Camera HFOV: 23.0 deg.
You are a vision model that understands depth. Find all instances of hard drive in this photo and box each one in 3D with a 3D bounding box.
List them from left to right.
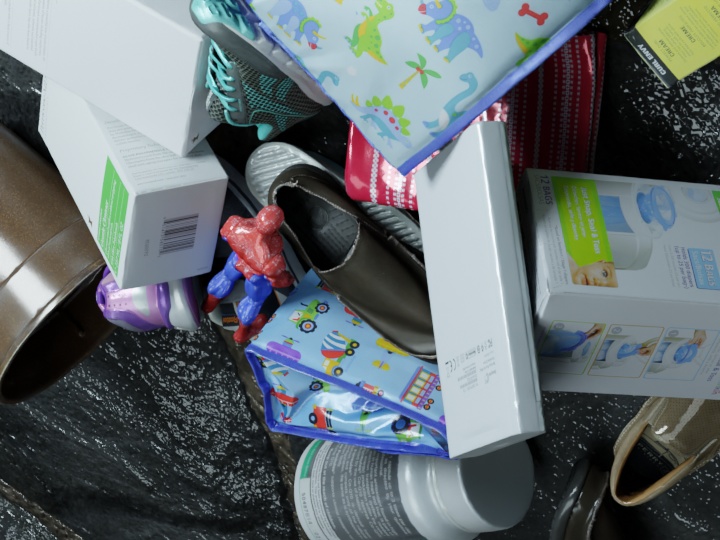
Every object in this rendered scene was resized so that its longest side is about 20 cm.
[{"bbox_3d":[0.077,0.017,1.175,0.132,0.026,0.202,143,123,-69],"label":"hard drive"}]

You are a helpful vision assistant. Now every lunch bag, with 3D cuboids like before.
[{"bbox_3d":[0.036,0.066,1.399,0.199,0.151,0.095,12,135,30],"label":"lunch bag"},{"bbox_3d":[0.045,-0.185,1.166,0.200,0.127,0.170,-41,96,17],"label":"lunch bag"}]

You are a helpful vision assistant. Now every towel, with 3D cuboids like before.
[{"bbox_3d":[0.077,-0.109,1.269,0.199,0.022,0.146,10,100,31],"label":"towel"}]

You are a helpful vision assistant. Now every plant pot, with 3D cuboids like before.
[{"bbox_3d":[-0.314,-0.021,1.585,0.198,0.200,0.201,45,140,10],"label":"plant pot"}]

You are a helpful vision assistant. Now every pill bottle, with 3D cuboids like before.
[{"bbox_3d":[0.045,0.183,1.521,0.199,0.113,0.114,-15,114,45],"label":"pill bottle"}]

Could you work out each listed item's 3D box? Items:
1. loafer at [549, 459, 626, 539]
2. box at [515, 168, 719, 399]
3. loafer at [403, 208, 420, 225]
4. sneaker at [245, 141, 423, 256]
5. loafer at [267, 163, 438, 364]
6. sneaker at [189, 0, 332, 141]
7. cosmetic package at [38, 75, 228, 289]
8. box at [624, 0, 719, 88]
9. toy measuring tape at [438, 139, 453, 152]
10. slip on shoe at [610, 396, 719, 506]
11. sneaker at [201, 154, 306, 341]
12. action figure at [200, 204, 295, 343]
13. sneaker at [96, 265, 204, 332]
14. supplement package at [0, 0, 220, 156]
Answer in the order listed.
[{"bbox_3d":[0.204,0.235,1.472,0.071,0.073,0.201,9,136,21],"label":"loafer"},{"bbox_3d":[0.198,0.012,1.190,0.198,0.113,0.102,5,139,-12],"label":"box"},{"bbox_3d":[0.097,-0.008,1.350,0.200,0.071,0.073,46,139,-3],"label":"loafer"},{"bbox_3d":[0.002,-0.036,1.405,0.200,0.082,0.074,42,104,10],"label":"sneaker"},{"bbox_3d":[0.000,0.000,1.328,0.200,0.071,0.073,39,103,9],"label":"loafer"},{"bbox_3d":[-0.079,-0.141,1.270,0.091,0.200,0.078,-37,65,11],"label":"sneaker"},{"bbox_3d":[-0.185,-0.095,1.419,0.200,0.084,0.108,55,146,37],"label":"cosmetic package"},{"bbox_3d":[0.254,-0.189,1.075,0.050,0.075,0.200,47,138,-9],"label":"box"},{"bbox_3d":[0.032,-0.151,1.246,0.200,0.073,0.074,42,140,11],"label":"toy measuring tape"},{"bbox_3d":[0.248,0.114,1.343,0.076,0.061,0.200,41,139,2],"label":"slip on shoe"},{"bbox_3d":[-0.099,-0.001,1.496,0.201,0.079,0.078,57,156,-15],"label":"sneaker"},{"bbox_3d":[-0.084,-0.004,1.367,0.065,0.052,0.200,46,159,7],"label":"action figure"},{"bbox_3d":[-0.180,0.014,1.509,0.088,0.200,0.081,-11,93,-1],"label":"sneaker"},{"bbox_3d":[-0.176,-0.205,1.361,0.199,0.120,0.122,31,137,13],"label":"supplement package"}]
